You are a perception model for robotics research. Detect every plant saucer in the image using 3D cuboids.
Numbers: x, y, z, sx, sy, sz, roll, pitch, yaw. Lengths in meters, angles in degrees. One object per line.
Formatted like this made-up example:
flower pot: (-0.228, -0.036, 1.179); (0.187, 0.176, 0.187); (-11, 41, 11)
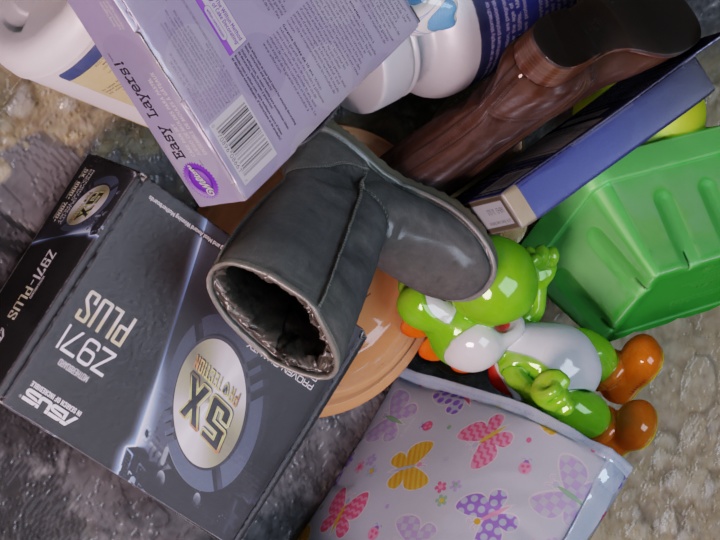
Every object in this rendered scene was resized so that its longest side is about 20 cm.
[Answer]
plant saucer: (-0.026, 0.002, 1.744); (0.199, 0.032, 0.201); (-7, 104, -31)

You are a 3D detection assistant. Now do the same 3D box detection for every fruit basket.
fruit basket: (0.204, -0.073, 1.879); (0.215, 0.156, 0.216); (14, 51, -18)

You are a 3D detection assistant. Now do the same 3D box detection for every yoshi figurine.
yoshi figurine: (0.122, 0.042, 1.758); (0.199, 0.112, 0.112); (28, 90, -21)

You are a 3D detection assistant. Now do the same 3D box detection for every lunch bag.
lunch bag: (0.076, 0.178, 1.761); (0.127, 0.200, 0.170); (41, 72, -35)

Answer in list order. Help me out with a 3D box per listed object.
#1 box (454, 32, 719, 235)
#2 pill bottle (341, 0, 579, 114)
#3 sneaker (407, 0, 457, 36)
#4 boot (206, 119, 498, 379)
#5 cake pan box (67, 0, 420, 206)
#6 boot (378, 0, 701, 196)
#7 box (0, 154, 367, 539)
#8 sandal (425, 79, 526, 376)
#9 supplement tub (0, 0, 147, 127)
box: (0.154, -0.088, 1.719); (0.200, 0.121, 0.032); (-37, 97, -16)
pill bottle: (0.062, -0.184, 1.735); (0.200, 0.119, 0.120); (-30, 115, -30)
sneaker: (0.042, -0.231, 1.650); (0.072, 0.072, 0.201); (11, 58, -3)
boot: (0.000, 0.002, 1.607); (0.181, 0.200, 0.073); (32, 116, -10)
cake pan box: (-0.071, -0.163, 1.496); (0.184, 0.052, 0.200); (-48, 116, -32)
boot: (0.110, -0.110, 1.720); (0.186, 0.200, 0.064); (-15, 69, -44)
box: (-0.124, 0.051, 1.628); (0.200, 0.086, 0.164); (36, 83, -29)
sandal: (0.083, -0.036, 1.827); (0.070, 0.077, 0.213); (-32, 129, -65)
supplement tub: (-0.116, -0.158, 1.585); (0.199, 0.144, 0.145); (21, 85, -39)
